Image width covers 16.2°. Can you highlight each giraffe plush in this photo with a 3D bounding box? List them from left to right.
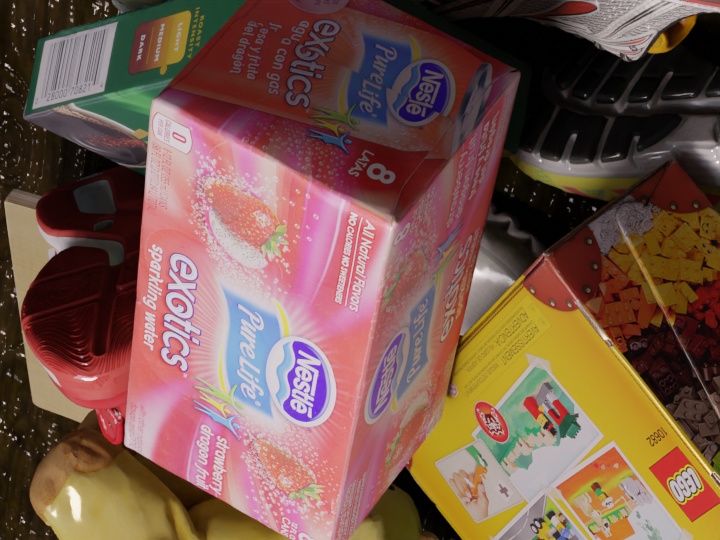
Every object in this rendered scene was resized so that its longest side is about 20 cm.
[{"bbox_3d":[-0.043,0.140,1.255,0.161,0.173,0.201,-23,96,21],"label":"giraffe plush"}]

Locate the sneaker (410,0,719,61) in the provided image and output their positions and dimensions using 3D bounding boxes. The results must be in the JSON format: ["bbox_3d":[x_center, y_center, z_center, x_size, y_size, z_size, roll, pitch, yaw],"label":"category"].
[{"bbox_3d":[0.089,-0.116,1.009,0.199,0.078,0.082,-5,125,44],"label":"sneaker"}]

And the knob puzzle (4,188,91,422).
[{"bbox_3d":[-0.082,0.040,1.301,0.218,0.031,0.220,19,143,14],"label":"knob puzzle"}]

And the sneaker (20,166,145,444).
[{"bbox_3d":[-0.097,0.038,1.122,0.078,0.200,0.116,-16,114,4],"label":"sneaker"}]

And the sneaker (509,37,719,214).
[{"bbox_3d":[0.141,-0.040,1.032,0.199,0.078,0.091,13,147,41],"label":"sneaker"}]

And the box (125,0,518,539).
[{"bbox_3d":[-0.018,0.000,0.951,0.102,0.095,0.201,28,141,14],"label":"box"}]

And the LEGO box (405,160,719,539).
[{"bbox_3d":[0.108,0.070,1.033,0.149,0.077,0.200,52,151,6],"label":"LEGO box"}]

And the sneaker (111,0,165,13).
[{"bbox_3d":[-0.108,-0.135,1.111,0.079,0.131,0.201,18,132,25],"label":"sneaker"}]

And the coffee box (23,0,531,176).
[{"bbox_3d":[-0.039,-0.075,1.070,0.123,0.044,0.199,25,158,-38],"label":"coffee box"}]

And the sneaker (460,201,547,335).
[{"bbox_3d":[0.000,0.000,1.171,0.199,0.081,0.076,16,129,27],"label":"sneaker"}]
